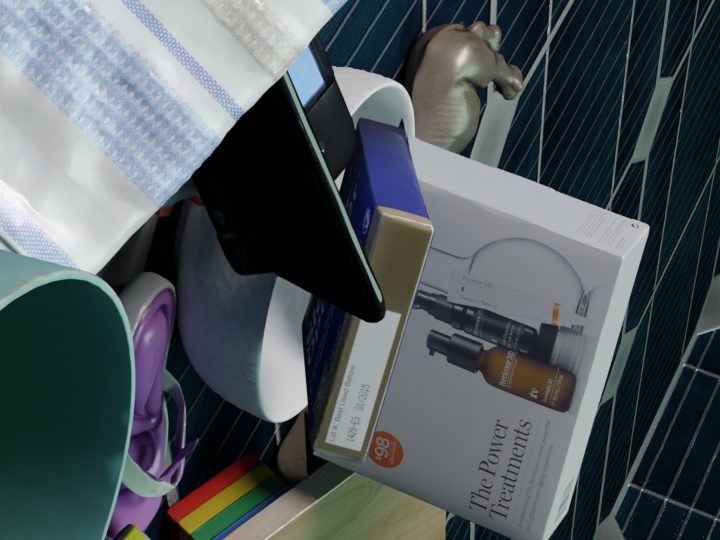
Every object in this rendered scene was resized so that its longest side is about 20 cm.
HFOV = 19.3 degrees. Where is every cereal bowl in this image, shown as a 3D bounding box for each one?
[{"bbox_3d":[-0.047,-0.022,1.176,0.200,0.083,0.201,20,90,-74],"label":"cereal bowl"}]

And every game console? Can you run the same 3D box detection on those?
[{"bbox_3d":[-0.034,-0.100,0.923,0.176,0.116,0.201,-53,129,-47],"label":"game console"}]

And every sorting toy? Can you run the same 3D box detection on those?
[{"bbox_3d":[-0.040,0.180,1.377,0.200,0.070,0.199,-35,147,-25],"label":"sorting toy"}]

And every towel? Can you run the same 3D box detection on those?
[{"bbox_3d":[-0.093,-0.098,0.774,0.200,0.024,0.147,-46,119,-3],"label":"towel"}]

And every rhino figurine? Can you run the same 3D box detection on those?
[{"bbox_3d":[0.047,-0.078,1.455,0.087,0.060,0.201,9,103,-54],"label":"rhino figurine"}]

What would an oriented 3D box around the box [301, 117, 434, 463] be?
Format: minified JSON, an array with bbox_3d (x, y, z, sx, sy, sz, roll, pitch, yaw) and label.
[{"bbox_3d":[0.000,0.000,1.063,0.200,0.032,0.122,-96,-159,-71],"label":"box"}]

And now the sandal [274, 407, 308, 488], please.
[{"bbox_3d":[-0.005,0.065,1.474,0.201,0.081,0.055,-57,139,-18],"label":"sandal"}]

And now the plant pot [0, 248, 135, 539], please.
[{"bbox_3d":[-0.190,0.069,0.670,0.200,0.160,0.202,20,90,-74],"label":"plant pot"}]

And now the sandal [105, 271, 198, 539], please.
[{"bbox_3d":[-0.115,0.089,1.144,0.083,0.050,0.203,-54,160,-38],"label":"sandal"}]

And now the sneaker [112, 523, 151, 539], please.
[{"bbox_3d":[-0.137,0.239,1.173,0.074,0.084,0.201,-42,158,-58],"label":"sneaker"}]

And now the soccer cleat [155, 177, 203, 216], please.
[{"bbox_3d":[-0.108,-0.063,0.958,0.200,0.069,0.078,-33,138,-60],"label":"soccer cleat"}]

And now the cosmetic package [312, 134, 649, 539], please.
[{"bbox_3d":[0.064,0.042,1.201,0.052,0.150,0.201,-41,149,-55],"label":"cosmetic package"}]
